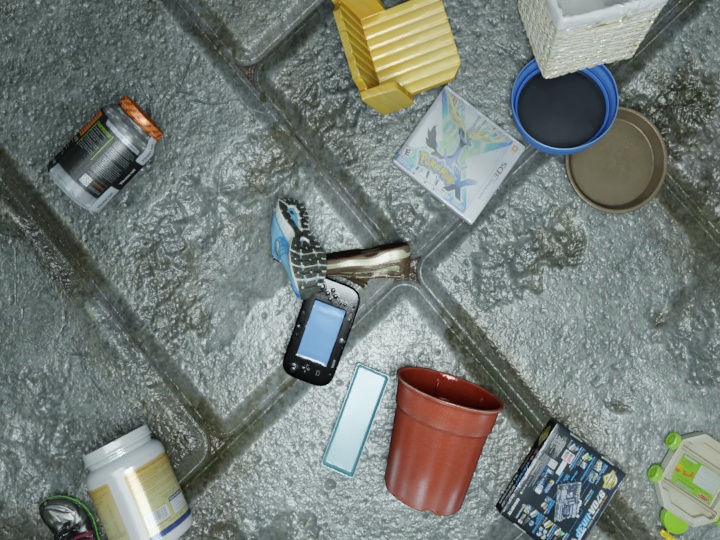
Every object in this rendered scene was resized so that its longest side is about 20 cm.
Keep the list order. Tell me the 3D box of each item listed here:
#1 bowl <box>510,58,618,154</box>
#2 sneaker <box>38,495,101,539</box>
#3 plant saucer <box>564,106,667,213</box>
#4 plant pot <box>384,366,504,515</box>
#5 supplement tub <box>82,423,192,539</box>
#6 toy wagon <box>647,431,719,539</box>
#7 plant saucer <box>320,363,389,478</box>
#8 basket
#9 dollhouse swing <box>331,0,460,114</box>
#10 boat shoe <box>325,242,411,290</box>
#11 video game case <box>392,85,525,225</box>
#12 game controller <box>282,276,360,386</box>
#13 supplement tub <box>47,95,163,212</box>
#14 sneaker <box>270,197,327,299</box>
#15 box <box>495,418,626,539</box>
[{"bbox_3d":[0.381,-0.315,1.100,0.194,0.039,0.207,-2,76,8],"label":"bowl"},{"bbox_3d":[-0.529,0.507,1.078,0.076,0.084,0.202,-36,87,-1],"label":"sneaker"},{"bbox_3d":[0.486,-0.210,1.116,0.193,0.029,0.207,0,87,2],"label":"plant saucer"},{"bbox_3d":[0.134,0.301,1.028,0.195,0.201,0.201,14,96,2],"label":"plant pot"},{"bbox_3d":[-0.404,0.399,1.051,0.141,0.144,0.205,-25,87,0],"label":"supplement tub"},{"bbox_3d":[0.608,0.404,1.077,0.153,0.040,0.203,32,89,3],"label":"toy wagon"},{"bbox_3d":[-0.010,0.284,1.110,0.068,0.019,0.205,20,89,2],"label":"plant saucer"},{"bbox_3d":[0.402,-0.484,1.041,0.192,0.162,0.206,-13,68,1],"label":"basket"},{"bbox_3d":[0.074,-0.426,1.075,0.171,0.181,0.206,-18,86,21],"label":"dollhouse swing"},{"bbox_3d":[0.000,0.002,1.098,0.196,0.075,0.077,-8,104,8],"label":"boat shoe"},{"bbox_3d":[0.189,-0.223,1.127,0.198,0.022,0.184,37,88,3],"label":"video game case"},{"bbox_3d":[-0.073,0.115,1.091,0.102,0.042,0.205,21,101,5],"label":"game controller"},{"bbox_3d":[-0.473,-0.221,1.094,0.200,0.123,0.123,-45,87,-1],"label":"supplement tub"},{"bbox_3d":[-0.121,-0.031,1.081,0.077,0.090,0.204,4,54,-34],"label":"sneaker"},{"bbox_3d":[0.369,0.408,1.079,0.157,0.046,0.203,33,88,3],"label":"box"}]
